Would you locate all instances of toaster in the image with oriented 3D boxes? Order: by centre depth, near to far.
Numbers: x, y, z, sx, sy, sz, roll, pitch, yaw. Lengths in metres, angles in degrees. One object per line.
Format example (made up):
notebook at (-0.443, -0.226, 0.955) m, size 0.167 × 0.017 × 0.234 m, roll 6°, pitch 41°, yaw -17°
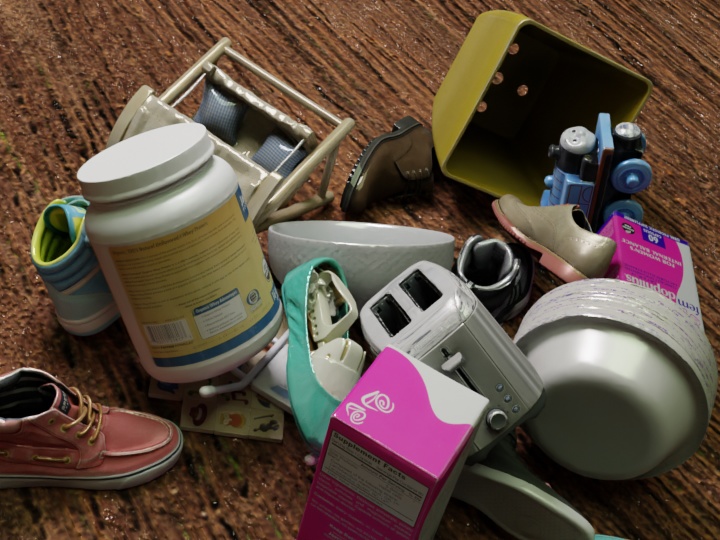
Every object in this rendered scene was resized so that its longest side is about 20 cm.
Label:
toaster at (0.077, 0.075, 1.050) m, size 0.113 × 0.130 × 0.200 m, roll -37°, pitch 18°, yaw 1°

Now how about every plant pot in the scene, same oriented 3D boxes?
plant pot at (0.198, -0.207, 1.422) m, size 0.198 × 0.201 × 0.177 m, roll 20°, pitch 21°, yaw -24°

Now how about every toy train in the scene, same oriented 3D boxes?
toy train at (0.265, -0.085, 1.333) m, size 0.113 × 0.202 × 0.087 m, roll 3°, pitch 43°, yaw 1°

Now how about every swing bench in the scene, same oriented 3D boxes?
swing bench at (-0.148, -0.127, 1.287) m, size 0.198 × 0.131 × 0.200 m, roll 33°, pitch 45°, yaw 16°

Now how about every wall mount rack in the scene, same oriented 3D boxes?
wall mount rack at (-0.057, 0.113, 1.098) m, size 0.199 × 0.075 × 0.174 m, roll 29°, pitch 46°, yaw 14°

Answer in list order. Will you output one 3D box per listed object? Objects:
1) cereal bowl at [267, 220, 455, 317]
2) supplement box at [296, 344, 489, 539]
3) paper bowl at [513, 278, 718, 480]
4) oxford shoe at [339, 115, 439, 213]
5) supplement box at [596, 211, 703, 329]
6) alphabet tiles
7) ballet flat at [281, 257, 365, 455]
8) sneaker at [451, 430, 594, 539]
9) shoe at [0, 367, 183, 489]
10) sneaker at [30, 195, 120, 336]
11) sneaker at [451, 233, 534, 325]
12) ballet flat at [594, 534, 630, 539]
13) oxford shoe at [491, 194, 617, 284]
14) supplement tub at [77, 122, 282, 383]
cereal bowl at (0.000, 0.000, 1.205) m, size 0.197 × 0.085 × 0.200 m, roll 2°, pitch 9°, yaw 0°
supplement box at (0.022, 0.178, 0.971) m, size 0.103 × 0.201 × 0.101 m, roll 29°, pitch 43°, yaw 13°
paper bowl at (0.232, 0.117, 1.102) m, size 0.199 × 0.202 × 0.105 m, roll 24°, pitch 41°, yaw 8°
oxford shoe at (0.045, -0.119, 1.385) m, size 0.084 × 0.073 × 0.200 m, roll 33°, pitch 45°, yaw 14°
supplement box at (0.296, 0.050, 1.248) m, size 0.100 × 0.104 × 0.201 m, roll 21°, pitch 43°, yaw -13°
alphabet tiles at (-0.123, 0.086, 1.165) m, size 0.165 × 0.008 × 0.201 m, roll 9°, pitch 44°, yaw -9°
ballet flat at (-0.031, 0.066, 1.039) m, size 0.067 × 0.070 × 0.202 m, roll 26°, pitch 39°, yaw -36°
sneaker at (0.142, 0.183, 1.089) m, size 0.198 × 0.071 × 0.099 m, roll 24°, pitch 45°, yaw 24°
shoe at (-0.249, 0.137, 1.007) m, size 0.197 × 0.092 × 0.072 m, roll -1°, pitch 45°, yaw -19°
sneaker at (-0.235, -0.044, 1.130) m, size 0.079 × 0.131 × 0.200 m, roll 22°, pitch 59°, yaw 33°
sneaker at (0.148, 0.004, 1.258) m, size 0.075 × 0.115 × 0.200 m, roll 31°, pitch 44°, yaw 15°
ballet flat at (0.261, 0.279, 1.035) m, size 0.198 × 0.071 × 0.071 m, roll -3°, pitch 36°, yaw 24°
oxford shoe at (0.216, -0.043, 1.279) m, size 0.070 × 0.075 × 0.200 m, roll 31°, pitch 11°, yaw -38°
supplement tub at (-0.164, -0.017, 1.056) m, size 0.143 × 0.202 × 0.145 m, roll -15°, pitch 24°, yaw 7°
